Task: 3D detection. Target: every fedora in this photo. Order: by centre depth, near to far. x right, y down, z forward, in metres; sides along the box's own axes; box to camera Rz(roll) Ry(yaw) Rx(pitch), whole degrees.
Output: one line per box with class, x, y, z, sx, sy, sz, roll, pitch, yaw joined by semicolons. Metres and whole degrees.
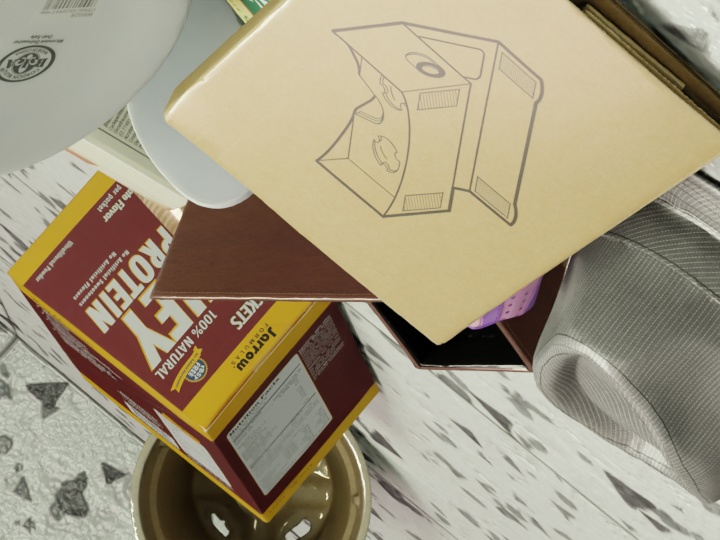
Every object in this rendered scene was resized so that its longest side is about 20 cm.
fedora;0.138;0.037;1.198;0.177;0.090;0.200;35;167;24

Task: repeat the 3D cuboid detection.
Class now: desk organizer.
desk organizer;0.000;0.000;1.337;0.199;0.077;0.072;0;146;31

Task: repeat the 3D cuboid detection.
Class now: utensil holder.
utensil holder;-0.191;-0.163;1.186;0.200;0.170;0.170;55;175;24

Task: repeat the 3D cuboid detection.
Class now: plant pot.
plant pot;-0.089;0.193;2.286;0.200;0.201;0.183;40;179;2

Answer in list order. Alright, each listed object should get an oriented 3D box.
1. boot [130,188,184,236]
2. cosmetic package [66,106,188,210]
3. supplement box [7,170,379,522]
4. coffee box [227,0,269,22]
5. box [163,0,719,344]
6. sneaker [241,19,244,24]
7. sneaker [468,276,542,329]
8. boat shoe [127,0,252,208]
boot;-0.112;-0.087;1.577;0.156;0.077;0.200;54;-163;9
cosmetic package;-0.158;-0.125;1.423;0.200;0.104;0.087;32;172;-10
supplement box;-0.117;0.045;1.918;0.197;0.133;0.200;36;167;23
coffee box;-0.013;-0.136;1.160;0.200;0.044;0.123;26;161;52
box;0.031;-0.063;1.082;0.163;0.021;0.200;39;138;-13
sneaker;-0.009;-0.066;1.382;0.079;0.078;0.200;0;146;46
sneaker;0.021;-0.040;1.221;0.200;0.080;0.089;40;140;42
boat shoe;-0.091;-0.122;1.299;0.057;0.068;0.201;49;-161;-78
